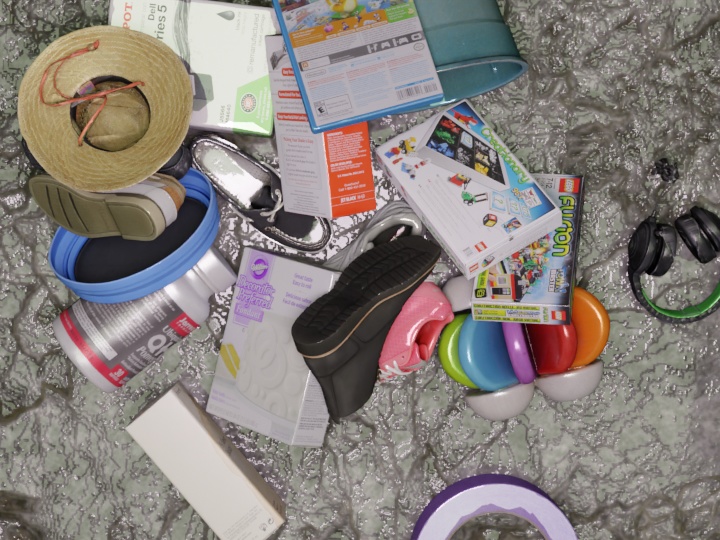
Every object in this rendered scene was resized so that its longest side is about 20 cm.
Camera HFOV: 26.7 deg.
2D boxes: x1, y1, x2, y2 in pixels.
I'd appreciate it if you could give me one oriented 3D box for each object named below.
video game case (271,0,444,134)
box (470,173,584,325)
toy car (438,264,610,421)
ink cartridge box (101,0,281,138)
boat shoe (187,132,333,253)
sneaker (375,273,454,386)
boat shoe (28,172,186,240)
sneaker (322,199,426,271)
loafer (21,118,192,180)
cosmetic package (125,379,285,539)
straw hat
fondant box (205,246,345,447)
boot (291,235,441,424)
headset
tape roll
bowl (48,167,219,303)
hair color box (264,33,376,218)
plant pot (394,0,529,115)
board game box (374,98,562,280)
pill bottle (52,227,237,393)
[{"bbox_3d":[-0.009,-0.252,1.588,0.143,0.018,0.200,-15,77,-7],"label":"video game case"},{"bbox_3d":[0.191,-0.028,1.709,0.110,0.035,0.200,2,49,12],"label":"box"},{"bbox_3d":[0.188,0.077,1.729,0.200,0.150,0.175,-15,94,-1],"label":"toy car"},{"bbox_3d":[-0.191,-0.235,1.736,0.200,0.084,0.146,6,93,-2],"label":"ink cartridge box"},{"bbox_3d":[-0.116,-0.089,1.758,0.200,0.060,0.074,41,91,-3],"label":"boat shoe"},{"bbox_3d":[0.032,0.094,1.736,0.087,0.074,0.200,47,110,34],"label":"sneaker"},{"bbox_3d":[-0.279,-0.081,1.681,0.200,0.068,0.075,14,134,32],"label":"boat shoe"},{"bbox_3d":[0.000,0.000,1.746,0.078,0.099,0.200,37,91,-3],"label":"sneaker"},{"bbox_3d":[-0.291,-0.138,1.722,0.200,0.070,0.068,8,59,12],"label":"loafer"},{"bbox_3d":[-0.177,0.228,1.752,0.073,0.104,0.200,-39,94,0],"label":"cosmetic package"},{"bbox_3d":[-0.266,-0.164,1.653,0.201,0.085,0.201,-3,72,8],"label":"straw hat"},{"bbox_3d":[-0.089,0.086,1.730,0.144,0.058,0.200,16,92,40],"label":"fondant box"},{"bbox_3d":[0.016,0.064,1.685,0.200,0.077,0.138,-36,133,-21],"label":"boot"},{"bbox_3d":[0.369,-0.032,1.757,0.123,0.094,0.200,-15,105,-1],"label":"headset"},{"bbox_3d":[0.158,0.344,1.785,0.200,0.066,0.200,0,94,-1],"label":"tape roll"},{"bbox_3d":[-0.250,-0.039,1.701,0.200,0.201,0.039,-24,127,0],"label":"bowl"},{"bbox_3d":[-0.044,-0.164,1.672,0.064,0.111,0.200,-14,104,-29],"label":"hair color box"},{"bbox_3d":[0.068,-0.295,1.695,0.200,0.200,0.196,-14,86,-1],"label":"plant pot"},{"bbox_3d":[0.120,-0.095,1.714,0.126,0.035,0.200,-29,57,-9],"label":"board game box"},{"bbox_3d":[-0.243,0.040,1.736,0.200,0.111,0.111,-38,93,1],"label":"pill bottle"}]
